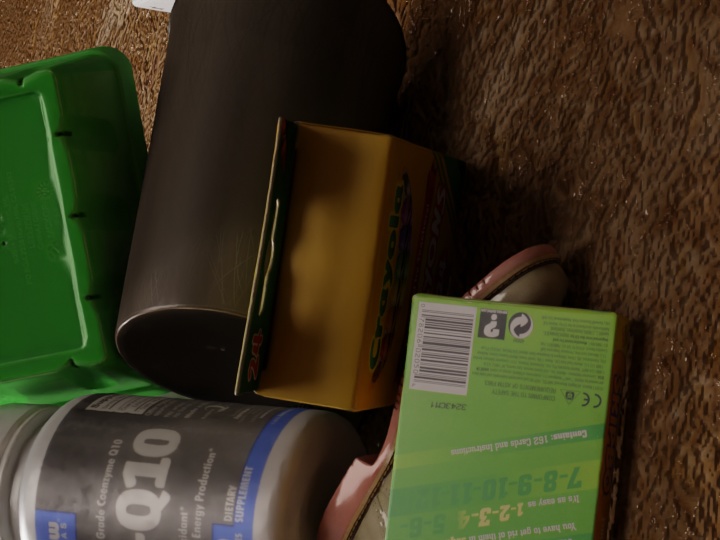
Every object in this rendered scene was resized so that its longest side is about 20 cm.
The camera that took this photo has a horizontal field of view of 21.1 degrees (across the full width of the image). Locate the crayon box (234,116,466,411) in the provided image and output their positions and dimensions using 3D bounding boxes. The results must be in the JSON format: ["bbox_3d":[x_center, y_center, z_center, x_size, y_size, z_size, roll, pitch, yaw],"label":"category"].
[{"bbox_3d":[0.000,0.000,0.919,0.200,0.051,0.127,2,-83,-75],"label":"crayon box"}]

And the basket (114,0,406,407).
[{"bbox_3d":[-0.056,-0.040,1.039,0.180,0.136,0.200,104,177,-60],"label":"basket"}]

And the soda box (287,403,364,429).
[{"bbox_3d":[-0.047,0.017,1.155,0.200,0.064,0.068,-108,33,-47],"label":"soda box"}]

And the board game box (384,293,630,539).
[{"bbox_3d":[0.058,0.114,0.830,0.095,0.030,0.201,5,84,25],"label":"board game box"}]

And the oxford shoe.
[{"bbox_3d":[0.054,0.078,0.903,0.074,0.071,0.200,43,124,27],"label":"oxford shoe"}]

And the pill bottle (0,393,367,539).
[{"bbox_3d":[-0.104,0.122,1.000,0.199,0.114,0.114,2,82,26],"label":"pill bottle"}]

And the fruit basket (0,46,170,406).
[{"bbox_3d":[-0.167,-0.021,1.106,0.216,0.155,0.216,-11,-90,-83],"label":"fruit basket"}]

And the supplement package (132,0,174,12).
[{"bbox_3d":[-0.061,-0.260,1.209,0.121,0.119,0.201,-179,97,-67],"label":"supplement package"}]

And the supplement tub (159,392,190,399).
[{"bbox_3d":[-0.131,0.153,1.208,0.200,0.145,0.145,145,129,-62],"label":"supplement tub"}]
